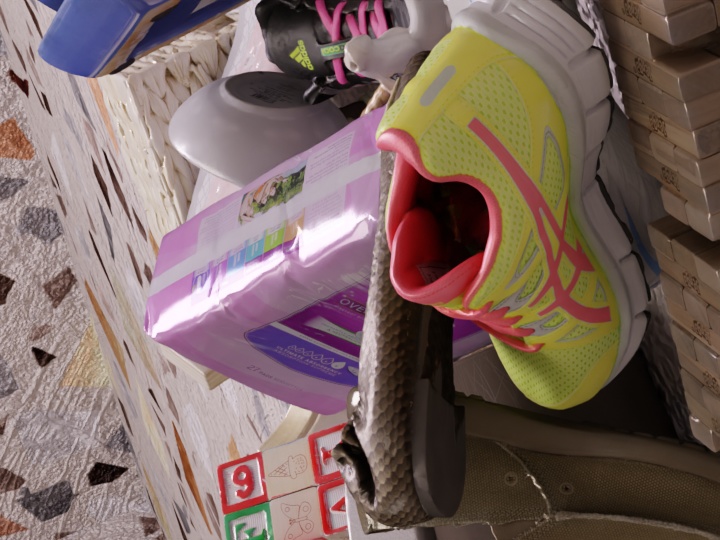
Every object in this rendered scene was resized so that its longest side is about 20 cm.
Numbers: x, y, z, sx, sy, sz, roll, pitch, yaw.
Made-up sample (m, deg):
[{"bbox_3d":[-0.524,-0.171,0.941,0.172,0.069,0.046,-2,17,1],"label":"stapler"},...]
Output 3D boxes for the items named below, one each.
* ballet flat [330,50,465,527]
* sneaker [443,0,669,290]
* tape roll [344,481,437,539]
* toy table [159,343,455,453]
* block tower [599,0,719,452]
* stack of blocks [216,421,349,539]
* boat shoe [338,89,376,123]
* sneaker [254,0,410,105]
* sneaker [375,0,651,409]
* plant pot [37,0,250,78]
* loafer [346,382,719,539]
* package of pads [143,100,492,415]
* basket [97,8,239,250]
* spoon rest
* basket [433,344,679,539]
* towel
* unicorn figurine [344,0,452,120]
[{"bbox_3d":[0.016,0.004,0.817,0.067,0.046,0.201,44,-136,-56],"label":"ballet flat"},{"bbox_3d":[0.064,-0.078,0.842,0.072,0.072,0.201,-3,-114,-64],"label":"sneaker"},{"bbox_3d":[0.055,0.153,1.026,0.203,0.037,0.204,52,-154,-39],"label":"tape roll"},{"bbox_3d":[-0.024,0.057,1.288,0.183,0.117,0.201,27,149,44],"label":"toy table"},{"bbox_3d":[0.130,-0.027,0.716,0.058,0.054,0.201,-134,25,-61],"label":"block tower"},{"bbox_3d":[0.019,0.147,1.167,0.200,0.115,0.059,40,-145,-57],"label":"stack of blocks"},{"bbox_3d":[0.026,-0.021,1.122,0.203,0.074,0.075,-127,19,-50],"label":"boat shoe"},{"bbox_3d":[0.001,-0.117,1.035,0.200,0.087,0.074,-144,34,-66],"label":"sneaker"},{"bbox_3d":[0.046,-0.010,0.758,0.078,0.090,0.201,28,151,36],"label":"sneaker"},{"bbox_3d":[-0.106,-0.219,1.056,0.181,0.199,0.200,61,160,-1],"label":"plant pot"},{"bbox_3d":[0.086,0.093,0.837,0.076,0.199,0.068,19,-97,-73],"label":"loafer"},{"bbox_3d":[0.000,0.000,0.976,0.200,0.120,0.076,-27,50,48],"label":"package of pads"},{"bbox_3d":[-0.086,-0.071,1.404,0.135,0.123,0.201,-153,44,-71],"label":"basket"},{"bbox_3d":[-0.012,-0.052,1.069,0.199,0.099,0.061,23,121,32],"label":"spoon rest"},{"bbox_3d":[0.101,0.133,0.932,0.201,0.135,0.180,70,-165,14],"label":"basket"},{"bbox_3d":[-0.063,-0.090,1.232,0.191,0.032,0.201,180,105,-77],"label":"towel"},{"bbox_3d":[0.008,-0.161,0.899,0.137,0.073,0.201,25,-107,-59],"label":"unicorn figurine"}]
